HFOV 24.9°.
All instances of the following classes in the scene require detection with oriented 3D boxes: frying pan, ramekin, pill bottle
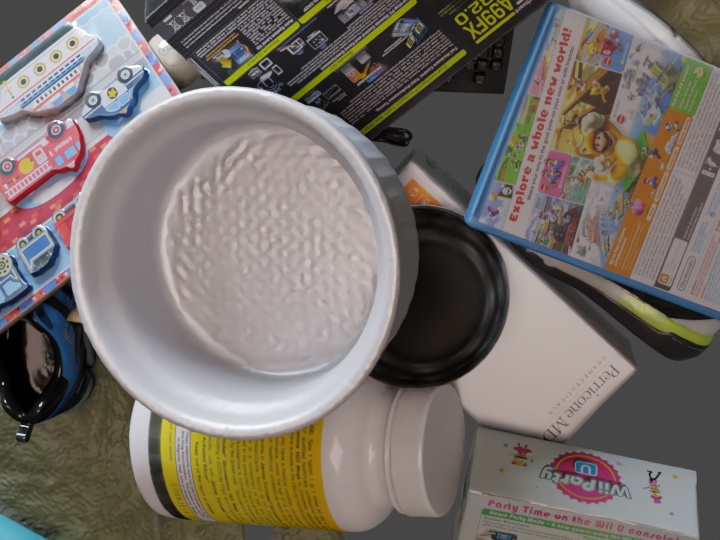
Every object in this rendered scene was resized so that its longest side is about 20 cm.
[{"bbox_3d":[0.001,0.017,1.019,0.189,0.031,0.116,0,80,15],"label":"frying pan"},{"bbox_3d":[-0.061,-0.008,0.963,0.200,0.098,0.201,2,97,16],"label":"ramekin"},{"bbox_3d":[-0.039,0.111,1.058,0.199,0.112,0.113,1,102,23],"label":"pill bottle"}]

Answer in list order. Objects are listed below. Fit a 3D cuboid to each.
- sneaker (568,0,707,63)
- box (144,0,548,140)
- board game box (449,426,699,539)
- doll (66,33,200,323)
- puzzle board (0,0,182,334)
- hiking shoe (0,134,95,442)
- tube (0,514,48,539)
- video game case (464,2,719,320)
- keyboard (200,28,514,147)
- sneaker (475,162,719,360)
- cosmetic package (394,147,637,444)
[{"bbox_3d":[0.196,-0.103,1.040,0.080,0.070,0.200,-43,95,14],"label":"sneaker"},{"bbox_3d":[-0.006,-0.169,0.982,0.200,0.044,0.160,-37,122,20],"label":"box"},{"bbox_3d":[0.127,0.209,1.073,0.147,0.064,0.201,12,128,2],"label":"board game box"},{"bbox_3d":[-0.134,-0.059,1.076,0.136,0.048,0.201,9,86,5],"label":"doll"},{"bbox_3d":[-0.205,-0.070,1.056,0.200,0.017,0.151,-37,72,5],"label":"puzzle board"},{"bbox_3d":[-0.216,0.006,1.091,0.074,0.087,0.201,-7,100,7],"label":"hiking shoe"},{"bbox_3d":[-0.252,0.208,1.159,0.199,0.050,0.078,25,95,6],"label":"tube"},{"bbox_3d":[0.180,-0.061,0.998,0.199,0.018,0.144,20,98,-10],"label":"video game case"},{"bbox_3d":[-0.004,-0.128,1.051,0.199,0.021,0.127,2,127,-7],"label":"keyboard"},{"bbox_3d":[0.167,-0.025,1.057,0.200,0.072,0.083,34,112,-13],"label":"sneaker"},{"bbox_3d":[0.075,0.025,1.075,0.200,0.071,0.101,42,102,-4],"label":"cosmetic package"}]
